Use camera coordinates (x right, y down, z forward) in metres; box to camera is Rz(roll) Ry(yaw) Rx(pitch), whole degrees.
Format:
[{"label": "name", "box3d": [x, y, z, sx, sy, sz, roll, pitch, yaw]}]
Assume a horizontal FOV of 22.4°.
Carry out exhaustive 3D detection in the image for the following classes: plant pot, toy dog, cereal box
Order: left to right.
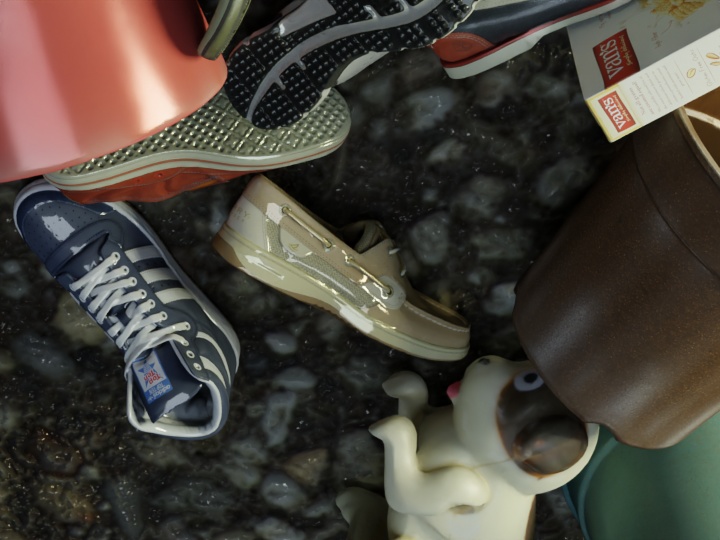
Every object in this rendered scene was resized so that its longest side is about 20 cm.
[{"label": "plant pot", "box3d": [-0.195, -0.166, 1.037, 0.200, 0.201, 0.178, -12, 113, 7]}, {"label": "toy dog", "box3d": [0.083, 0.148, 1.244, 0.194, 0.140, 0.200, 34, 113, 7]}, {"label": "plant pot", "box3d": [0.210, -0.003, 1.140, 0.200, 0.201, 0.198, 29, 125, -18]}, {"label": "plant pot", "box3d": [0.243, 0.190, 1.252, 0.200, 0.196, 0.201, 0, 123, 0]}, {"label": "cereal box", "box3d": [0.216, -0.165, 1.057, 0.200, 0.144, 0.040, -27, 119, 15]}]

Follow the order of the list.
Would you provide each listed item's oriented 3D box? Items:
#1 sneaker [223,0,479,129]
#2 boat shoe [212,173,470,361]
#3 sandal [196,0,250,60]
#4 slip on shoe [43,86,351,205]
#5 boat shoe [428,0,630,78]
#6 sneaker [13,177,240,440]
[{"label": "sneaker", "box3d": [0.003, -0.159, 1.077, 0.200, 0.080, 0.074, -26, 105, 35]}, {"label": "boat shoe", "box3d": [0.000, 0.000, 1.205, 0.200, 0.072, 0.065, 27, 98, -25]}, {"label": "sandal", "box3d": [-0.076, -0.216, 0.995, 0.057, 0.080, 0.202, 6, 111, 1]}, {"label": "slip on shoe", "box3d": [-0.105, -0.083, 1.161, 0.199, 0.074, 0.061, -11, 157, 0]}, {"label": "boat shoe", "box3d": [0.121, -0.186, 1.090, 0.200, 0.071, 0.063, -26, 116, 20]}, {"label": "sneaker", "box3d": [-0.153, 0.029, 1.199, 0.070, 0.109, 0.200, -35, 116, 19]}]
